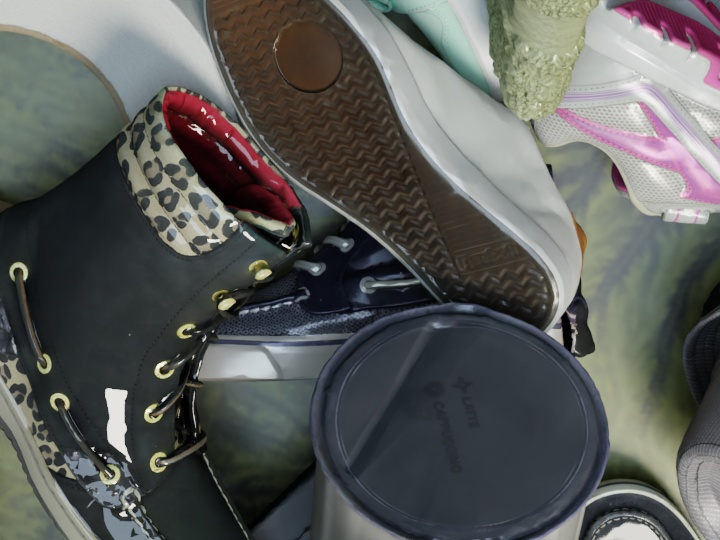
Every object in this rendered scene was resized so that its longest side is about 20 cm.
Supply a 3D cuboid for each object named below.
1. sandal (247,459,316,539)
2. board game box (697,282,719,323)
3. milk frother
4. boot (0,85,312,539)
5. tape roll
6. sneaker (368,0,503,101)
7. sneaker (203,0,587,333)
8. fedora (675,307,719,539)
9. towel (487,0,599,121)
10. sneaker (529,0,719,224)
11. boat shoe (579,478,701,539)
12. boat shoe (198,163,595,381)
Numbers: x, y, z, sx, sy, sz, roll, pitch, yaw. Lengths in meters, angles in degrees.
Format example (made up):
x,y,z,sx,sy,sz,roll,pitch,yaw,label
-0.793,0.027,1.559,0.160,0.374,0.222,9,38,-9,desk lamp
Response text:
x,y,z,sx,sy,sz,roll,pitch,yaw,label
-0.055,0.152,1.121,0.048,0.075,0.200,45,97,-1,sandal
0.256,0.057,1.084,0.200,0.135,0.028,39,64,-8,board game box
0.080,0.134,1.023,0.200,0.181,0.188,-8,143,-10,milk frother
-0.073,0.039,1.028,0.154,0.073,0.204,-37,92,29,boot
-0.145,-0.062,1.068,0.203,0.037,0.203,4,120,7,tape roll
-0.025,-0.128,1.072,0.118,0.074,0.200,-40,95,7,sneaker
0.016,-0.059,1.037,0.073,0.085,0.200,-38,96,30,sneaker
0.213,0.096,1.059,0.200,0.177,0.090,31,62,9,fedora
0.069,-0.173,0.993,0.036,0.148,0.200,0,68,-5,towel
0.155,-0.061,1.085,0.200,0.081,0.088,28,123,-17,sneaker
0.137,0.192,1.140,0.075,0.062,0.200,-11,99,3,boat shoe
0.000,0.000,1.104,0.200,0.075,0.093,-3,88,-2,boat shoe
